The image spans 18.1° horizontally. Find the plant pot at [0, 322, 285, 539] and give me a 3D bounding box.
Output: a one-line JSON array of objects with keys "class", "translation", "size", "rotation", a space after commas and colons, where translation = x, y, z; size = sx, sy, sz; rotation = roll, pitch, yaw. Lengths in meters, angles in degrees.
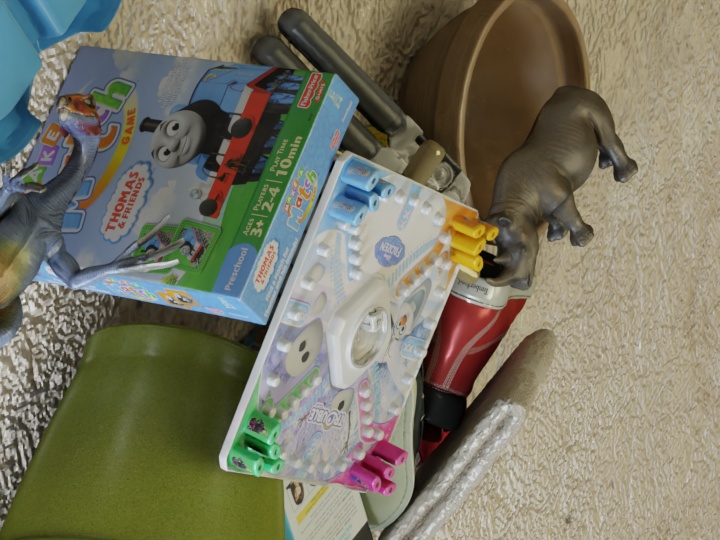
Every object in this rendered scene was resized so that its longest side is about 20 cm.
[{"class": "plant pot", "translation": [-0.128, 0.144, 1.417], "size": [0.200, 0.199, 0.194], "rotation": [44, 51, -52]}]

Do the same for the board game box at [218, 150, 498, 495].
[{"class": "board game box", "translation": [0.005, 0.041, 1.402], "size": [0.200, 0.026, 0.201], "rotation": [19, 93, -62]}]

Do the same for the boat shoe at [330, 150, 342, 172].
[{"class": "boat shoe", "translation": [-0.077, -0.061, 1.538], "size": [0.200, 0.059, 0.072], "rotation": [-6, 103, -56]}]

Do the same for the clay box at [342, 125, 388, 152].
[{"class": "clay box", "translation": [-0.002, -0.020, 1.673], "size": [0.200, 0.047, 0.115], "rotation": [-47, 134, -39]}]

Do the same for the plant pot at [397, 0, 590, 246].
[{"class": "plant pot", "translation": [0.092, -0.122, 1.750], "size": [0.200, 0.092, 0.202], "rotation": [-18, 112, -54]}]

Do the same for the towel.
[{"class": "towel", "translation": [0.080, 0.143, 1.730], "size": [0.200, 0.034, 0.133], "rotation": [-53, -178, 28]}]

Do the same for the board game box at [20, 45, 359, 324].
[{"class": "board game box", "translation": [-0.115, -0.055, 1.355], "size": [0.037, 0.199, 0.152], "rotation": [45, 61, -49]}]

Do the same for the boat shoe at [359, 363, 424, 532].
[{"class": "boat shoe", "translation": [0.012, 0.115, 1.683], "size": [0.200, 0.074, 0.066], "rotation": [93, 13, -45]}]

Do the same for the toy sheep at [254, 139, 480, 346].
[{"class": "toy sheep", "translation": [0.000, 0.000, 1.523], "size": [0.201, 0.138, 0.138], "rotation": [-59, 146, 4]}]

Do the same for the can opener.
[{"class": "can opener", "translation": [0.000, -0.106, 1.612], "size": [0.053, 0.067, 0.200], "rotation": [-47, 111, -4]}]

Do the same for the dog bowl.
[{"class": "dog bowl", "translation": [-0.210, -0.153, 1.322], "size": [0.201, 0.049, 0.112], "rotation": [-61, 143, -28]}]

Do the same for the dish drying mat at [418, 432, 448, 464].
[{"class": "dish drying mat", "translation": [0.053, 0.086, 1.812], "size": [0.077, 0.018, 0.201], "rotation": [-53, 137, -40]}]

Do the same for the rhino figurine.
[{"class": "rhino figurine", "translation": [0.138, -0.059, 1.697], "size": [0.088, 0.060, 0.200], "rotation": [53, 53, -24]}]

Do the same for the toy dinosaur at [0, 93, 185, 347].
[{"class": "toy dinosaur", "translation": [-0.210, -0.022, 1.295], "size": [0.182, 0.199, 0.105], "rotation": [-74, 145, -49]}]

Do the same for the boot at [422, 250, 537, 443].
[{"class": "boot", "translation": [0.079, 0.059, 1.780], "size": [0.200, 0.072, 0.145], "rotation": [-27, 138, -76]}]

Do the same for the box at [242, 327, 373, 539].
[{"class": "box", "translation": [-0.052, 0.146, 1.639], "size": [0.082, 0.049, 0.201], "rotation": [-47, 134, -39]}]
